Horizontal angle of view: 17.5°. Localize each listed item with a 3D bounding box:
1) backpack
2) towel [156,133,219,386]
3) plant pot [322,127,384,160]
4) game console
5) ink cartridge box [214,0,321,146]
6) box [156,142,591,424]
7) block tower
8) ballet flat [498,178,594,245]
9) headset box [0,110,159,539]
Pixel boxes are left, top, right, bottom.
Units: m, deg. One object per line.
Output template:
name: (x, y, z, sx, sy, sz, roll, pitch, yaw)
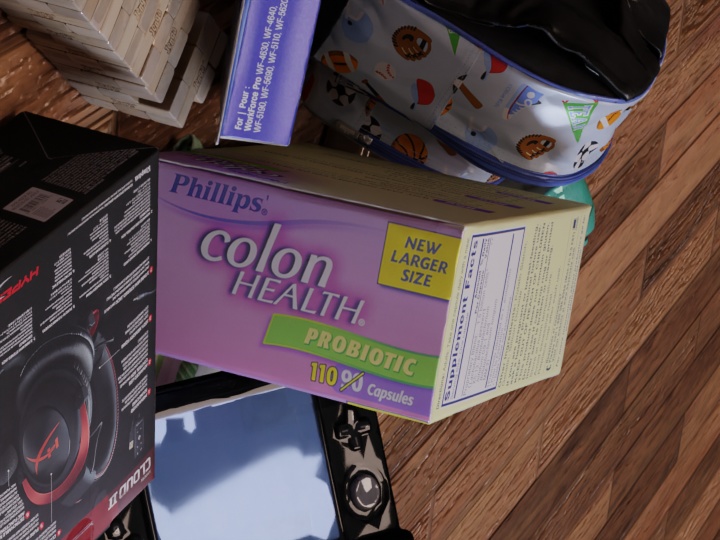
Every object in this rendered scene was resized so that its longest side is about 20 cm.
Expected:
backpack: (0.070, -0.131, 1.302, 0.200, 0.190, 0.154, -57, 173, -47)
towel: (-0.088, 0.034, 1.265, 0.200, 0.023, 0.153, 52, 55, -63)
plant pot: (0.051, -0.056, 1.459, 0.201, 0.093, 0.201, -50, 149, -45)
game console: (-0.031, 0.133, 1.161, 0.200, 0.116, 0.176, -12, 91, -40)
ink cartridge box: (-0.043, -0.119, 1.129, 0.200, 0.039, 0.100, -97, -161, -77)
box: (0.000, 0.000, 1.190, 0.200, 0.176, 0.097, -10, 112, -67)
block tower: (-0.119, -0.124, 1.017, 0.200, 0.058, 0.054, 48, 59, -65)
ballet flat: (0.044, -0.029, 1.357, 0.200, 0.067, 0.071, -16, 110, -21)
headset box: (-0.156, 0.054, 1.025, 0.149, 0.075, 0.200, -45, 145, -52)
